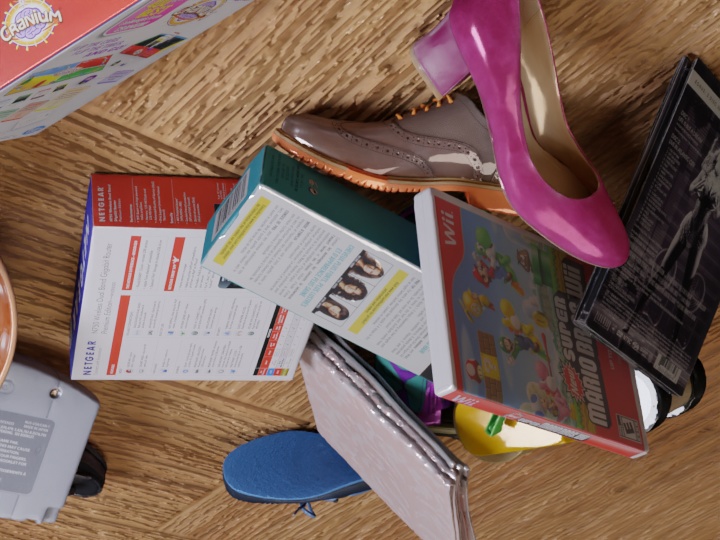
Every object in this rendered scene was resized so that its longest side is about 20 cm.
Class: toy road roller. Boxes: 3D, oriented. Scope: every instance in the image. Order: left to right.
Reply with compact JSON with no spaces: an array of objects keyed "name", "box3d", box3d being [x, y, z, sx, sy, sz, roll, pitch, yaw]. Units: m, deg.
[{"name":"toy road roller","box3d":[0.167,0.062,1.111,0.200,0.146,0.123,-17,175,31]}]

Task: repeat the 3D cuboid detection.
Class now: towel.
[{"name":"towel","box3d":[0.024,0.150,1.169,0.032,0.200,0.191,-36,149,-17]}]

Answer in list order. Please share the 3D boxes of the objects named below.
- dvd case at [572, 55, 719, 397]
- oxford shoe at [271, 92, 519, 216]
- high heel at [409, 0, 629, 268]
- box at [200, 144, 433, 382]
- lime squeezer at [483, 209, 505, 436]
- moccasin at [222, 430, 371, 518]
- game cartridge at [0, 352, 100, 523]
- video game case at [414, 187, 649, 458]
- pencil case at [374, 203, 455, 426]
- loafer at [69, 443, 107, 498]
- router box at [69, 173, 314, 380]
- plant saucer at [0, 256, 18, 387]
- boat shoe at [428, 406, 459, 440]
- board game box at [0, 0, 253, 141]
[{"name":"dvd case","box3d":[0.225,-0.027,0.981,0.016,0.200,0.149,16,168,44]},{"name":"oxford shoe","box3d":[0.041,-0.089,0.946,0.200,0.071,0.073,9,104,-12]},{"name":"high heel","box3d":[0.124,-0.093,0.874,0.096,0.200,0.067,-35,-176,42]},{"name":"box","box3d":[0.000,0.000,0.944,0.200,0.049,0.082,28,125,-19]},{"name":"lime squeezer","box3d":[0.117,0.028,1.025,0.071,0.038,0.200,-12,125,-10]},{"name":"moccasin","box3d":[-0.028,0.192,1.304,0.200,0.081,0.068,-3,149,-9]},{"name":"game cartridge","box3d":[-0.314,0.122,1.105,0.200,0.040,0.133,17,102,-30]},{"name":"video game case","box3d":[0.116,0.038,0.931,0.200,0.143,0.017,21,143,-39]},{"name":"pencil case","box3d":[0.054,0.034,1.085,0.085,0.092,0.200,-9,147,-7]},{"name":"loafer","box3d":[-0.296,0.169,1.215,0.072,0.063,0.200,-25,143,21]},{"name":"router box","box3d":[-0.119,0.011,1.045,0.179,0.049,0.200,2,144,-16]},{"name":"plant saucer","box3d":[-0.337,0.034,0.955,0.200,0.032,0.200,-4,106,-15]},{"name":"boat shoe","box3d":[0.108,0.127,1.251,0.201,0.072,0.066,-3,140,-18]},{"name":"board game box","box3d":[-0.156,-0.128,0.770,0.200,0.040,0.153,-27,-178,22]}]
